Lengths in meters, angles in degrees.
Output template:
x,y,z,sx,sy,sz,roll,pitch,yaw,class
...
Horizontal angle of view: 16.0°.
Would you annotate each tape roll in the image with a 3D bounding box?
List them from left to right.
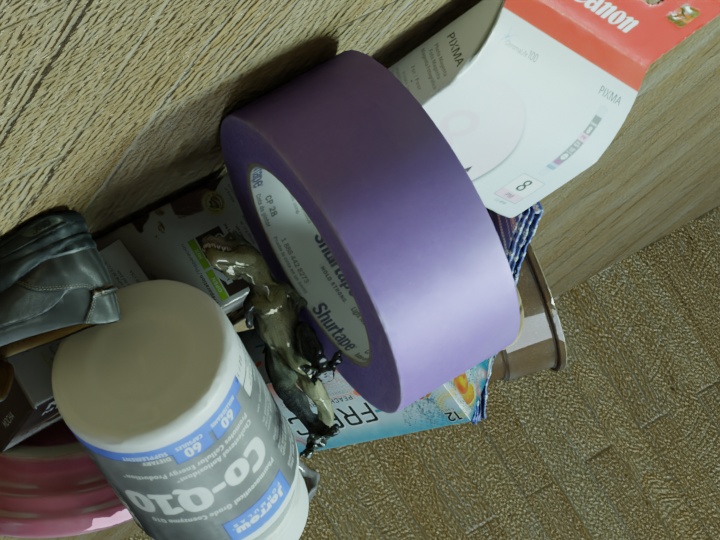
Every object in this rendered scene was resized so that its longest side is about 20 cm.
x,y,z,sx,sy,sz,roll,pitch,yaw,class
0.004,-0.023,1.495,0.085,0.200,0.200,-30,173,-14,tape roll

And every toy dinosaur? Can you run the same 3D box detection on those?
x,y,z,sx,sy,sz,roll,pitch,yaw,class
-0.038,0.059,1.549,0.047,0.088,0.200,-26,129,-7,toy dinosaur

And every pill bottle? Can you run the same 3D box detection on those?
x,y,z,sx,sy,sz,roll,pitch,yaw,class
-0.103,0.103,1.556,0.114,0.114,0.200,-31,144,-4,pill bottle

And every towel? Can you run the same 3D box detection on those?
x,y,z,sx,sy,sz,roll,pitch,yaw,class
0.096,-0.002,1.906,0.024,0.145,0.200,8,123,-12,towel

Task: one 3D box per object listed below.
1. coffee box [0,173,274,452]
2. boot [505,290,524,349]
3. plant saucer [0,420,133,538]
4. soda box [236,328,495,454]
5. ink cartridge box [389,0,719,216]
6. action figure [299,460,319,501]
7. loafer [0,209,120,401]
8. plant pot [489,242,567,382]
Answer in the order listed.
x,y,z,sx,sy,sz,roll,pitch,yaw,class
-0.156,0.026,1.631,0.200,0.080,0.113,-29,173,-26,coffee box
0.000,0.000,1.698,0.072,0.200,0.166,-54,-171,-33,boot
-0.199,0.099,1.703,0.200,0.200,0.051,-27,130,-31,plant saucer
-0.016,0.069,1.648,0.200,0.068,0.064,-13,-143,35,soda box
0.119,-0.122,1.611,0.200,0.057,0.163,-31,147,27,ink cartridge box
-0.107,0.111,2.039,0.105,0.193,0.200,-42,152,-49,action figure
-0.229,0.046,1.485,0.200,0.072,0.073,-34,172,18,loafer
0.041,0.028,2.116,0.198,0.200,0.200,-23,172,-7,plant pot
